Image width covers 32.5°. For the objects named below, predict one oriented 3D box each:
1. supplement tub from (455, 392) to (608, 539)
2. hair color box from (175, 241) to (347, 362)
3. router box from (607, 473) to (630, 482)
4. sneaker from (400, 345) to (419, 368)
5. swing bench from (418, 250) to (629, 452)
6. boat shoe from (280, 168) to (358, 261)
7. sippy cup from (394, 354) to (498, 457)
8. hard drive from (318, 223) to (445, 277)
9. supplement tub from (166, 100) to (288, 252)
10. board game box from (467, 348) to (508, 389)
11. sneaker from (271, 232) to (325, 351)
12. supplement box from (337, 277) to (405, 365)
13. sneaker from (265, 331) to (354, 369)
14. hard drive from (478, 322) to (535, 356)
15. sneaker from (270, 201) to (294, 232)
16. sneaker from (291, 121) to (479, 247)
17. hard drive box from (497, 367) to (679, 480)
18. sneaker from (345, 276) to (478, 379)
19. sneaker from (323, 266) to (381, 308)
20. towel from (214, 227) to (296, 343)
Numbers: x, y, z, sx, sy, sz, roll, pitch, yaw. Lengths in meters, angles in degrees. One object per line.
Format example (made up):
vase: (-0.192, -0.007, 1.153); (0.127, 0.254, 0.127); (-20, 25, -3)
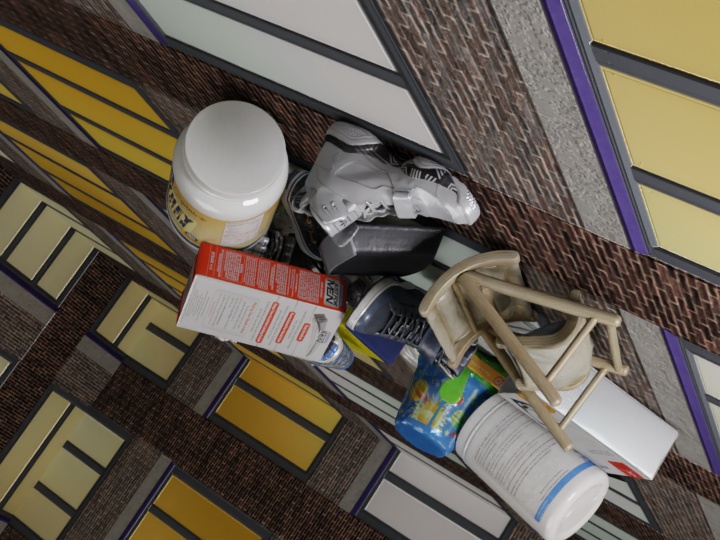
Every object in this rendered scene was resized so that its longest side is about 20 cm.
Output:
supplement tub: (0.250, 0.285, 1.804); (0.200, 0.132, 0.132); (42, 174, 31)
hair color box: (-0.127, 0.042, 1.601); (0.199, 0.064, 0.111); (16, 136, -12)
router box: (0.321, 0.249, 1.916); (0.149, 0.051, 0.200); (41, 166, -21)
sneaker: (0.151, 0.160, 1.981); (0.200, 0.078, 0.099); (37, 165, -15)
swing bench: (0.191, 0.081, 1.434); (0.200, 0.130, 0.199); (35, 170, 24)
boat shoe: (-0.040, -0.054, 1.653); (0.091, 0.071, 0.200); (32, 167, 28)
sippy cup: (0.121, 0.204, 1.867); (0.139, 0.131, 0.178); (15, 151, 37)
hard drive: (0.022, -0.023, 1.533); (0.134, 0.043, 0.200); (2, 172, -11)
supplement tub: (-0.167, -0.115, 1.551); (0.144, 0.145, 0.200); (34, 158, 1)
board game box: (0.176, 0.128, 1.816); (0.200, 0.030, 0.096); (39, -167, -8)
sneaker: (-0.089, 0.025, 1.838); (0.070, 0.201, 0.099); (24, 168, -41)
supplement box: (-0.013, 0.051, 1.907); (0.109, 0.110, 0.199); (43, 165, -35)
sneaker: (-0.086, 0.113, 1.909); (0.199, 0.077, 0.085); (21, 167, 49)
hard drive: (0.168, 0.072, 1.697); (0.132, 0.026, 0.200); (36, 168, -8)
sneaker: (-0.122, -0.093, 1.757); (0.088, 0.076, 0.200); (27, 177, 11)
sneaker: (0.023, -0.071, 1.309); (0.199, 0.115, 0.075); (29, 168, 24)
hard drive box: (0.304, 0.191, 1.671); (0.199, 0.077, 0.156); (35, 169, -5)
sneaker: (0.075, 0.079, 1.618); (0.146, 0.077, 0.202); (41, -160, 18)
sneaker: (0.000, 0.000, 1.711); (0.075, 0.086, 0.200); (56, 179, -8)
towel: (-0.153, 0.018, 1.754); (0.085, 0.167, 0.200); (18, 180, -16)
